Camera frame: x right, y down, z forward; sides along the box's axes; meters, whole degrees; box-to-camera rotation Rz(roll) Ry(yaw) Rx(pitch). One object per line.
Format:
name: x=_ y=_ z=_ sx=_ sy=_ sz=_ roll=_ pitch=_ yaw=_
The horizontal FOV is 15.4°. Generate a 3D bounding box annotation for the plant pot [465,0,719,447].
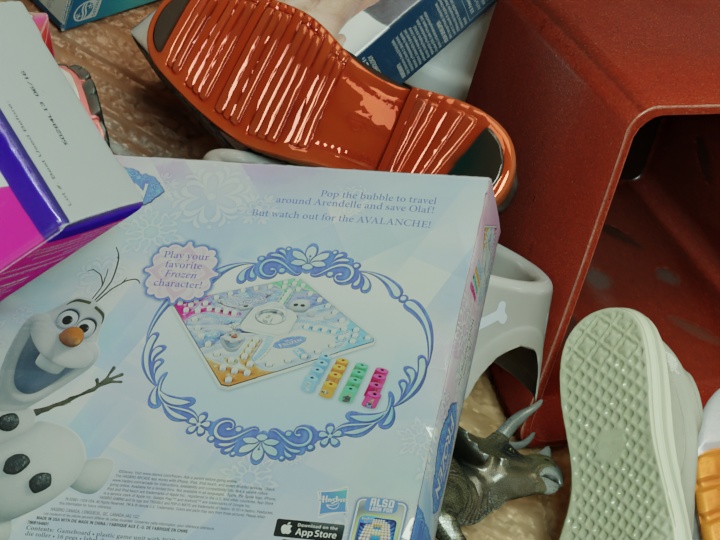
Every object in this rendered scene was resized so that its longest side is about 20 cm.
plant pot: x=0.149 y=-0.049 z=1.357 sx=0.199 sy=0.200 sz=0.176 roll=-4 pitch=38 yaw=-29

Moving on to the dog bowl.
dog bowl: x=0.000 y=0.000 z=1.247 sx=0.200 sy=0.059 sz=0.200 roll=21 pitch=9 yaw=-3

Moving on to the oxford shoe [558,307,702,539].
oxford shoe: x=0.128 y=0.116 z=1.232 sx=0.058 sy=0.075 sz=0.201 roll=32 pitch=52 yaw=-49

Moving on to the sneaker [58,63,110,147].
sneaker: x=-0.157 y=-0.030 z=1.268 sx=0.087 sy=0.074 sz=0.200 roll=-12 pitch=43 yaw=-8

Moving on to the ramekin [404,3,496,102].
ramekin: x=0.090 y=-0.180 z=1.494 sx=0.202 sy=0.094 sz=0.203 roll=5 pitch=39 yaw=-4

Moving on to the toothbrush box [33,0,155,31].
toothbrush box: x=-0.125 y=-0.232 z=1.477 sx=0.200 sy=0.085 sz=0.146 roll=-25 pitch=61 yaw=-40

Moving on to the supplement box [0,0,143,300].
supplement box: x=-0.205 y=-0.013 z=1.070 sx=0.101 sy=0.200 sz=0.103 roll=59 pitch=15 yaw=1

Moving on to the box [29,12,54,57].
box: x=-0.238 y=-0.057 z=1.189 sx=0.199 sy=0.100 sz=0.096 roll=4 pitch=42 yaw=9

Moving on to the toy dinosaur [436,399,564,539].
toy dinosaur: x=0.007 y=0.086 z=1.203 sx=0.200 sy=0.077 sz=0.102 roll=31 pitch=37 yaw=-37

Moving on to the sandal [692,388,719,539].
sandal: x=0.188 y=0.151 z=1.264 sx=0.079 sy=0.059 sz=0.207 roll=7 pitch=66 yaw=-14

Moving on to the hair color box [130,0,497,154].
hair color box: x=-0.009 y=-0.144 z=1.380 sx=0.200 sy=0.061 sz=0.100 roll=-41 pitch=66 yaw=-4

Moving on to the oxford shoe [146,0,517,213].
oxford shoe: x=-0.015 y=-0.074 z=1.303 sx=0.200 sy=0.073 sz=0.071 roll=30 pitch=85 yaw=13

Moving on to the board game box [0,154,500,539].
board game box: x=-0.057 y=0.044 z=1.093 sx=0.199 sy=0.043 sz=0.199 roll=4 pitch=55 yaw=14
